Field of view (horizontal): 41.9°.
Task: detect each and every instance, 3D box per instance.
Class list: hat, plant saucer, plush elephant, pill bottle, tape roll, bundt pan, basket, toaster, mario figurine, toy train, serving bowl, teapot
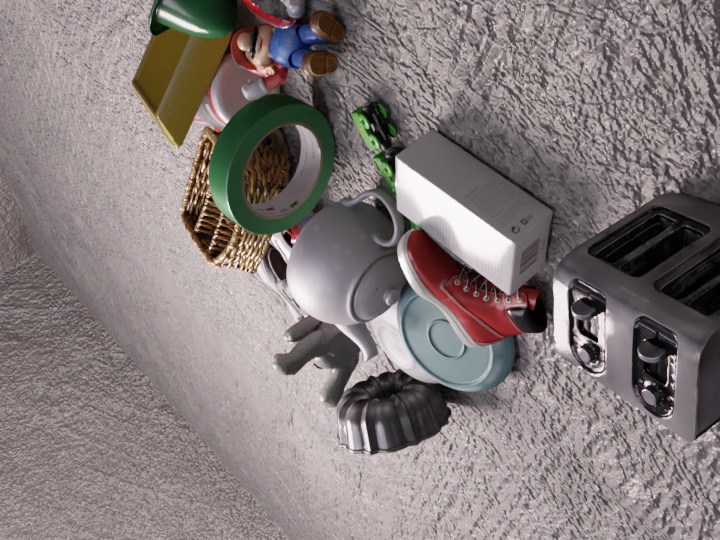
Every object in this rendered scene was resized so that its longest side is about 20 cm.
[{"bbox_3d":[-0.176,-0.340,1.289,0.175,0.200,0.166,37,114,-3],"label":"hat"},{"bbox_3d":[0.130,0.095,1.363,0.199,0.027,0.202,21,129,29],"label":"plant saucer"},{"bbox_3d":[-0.072,0.102,1.631,0.164,0.201,0.155,32,-175,-36],"label":"plush elephant"},{"bbox_3d":[-0.221,-0.283,1.471,0.199,0.116,0.117,16,136,53],"label":"pill bottle"},{"bbox_3d":[-0.125,-0.152,1.365,0.048,0.200,0.202,33,149,38],"label":"tape roll"},{"bbox_3d":[0.048,0.225,1.570,0.201,0.200,0.077,8,116,58],"label":"bundt pan"},{"bbox_3d":[-0.211,-0.102,1.517,0.144,0.147,0.201,-93,23,-47],"label":"basket"},{"bbox_3d":[0.303,0.034,0.868,0.181,0.199,0.120,37,150,48],"label":"toaster"},{"bbox_3d":[-0.116,-0.300,1.261,0.199,0.124,0.106,11,145,51],"label":"mario figurine"},{"bbox_3d":[0.046,-0.137,1.275,0.201,0.042,0.056,63,164,-18],"label":"toy train"},{"bbox_3d":[0.077,0.103,1.498,0.200,0.066,0.201,41,152,27],"label":"serving bowl"},{"bbox_3d":[0.000,0.000,1.365,0.146,0.198,0.200,33,173,33],"label":"teapot"},{"bbox_3d":[-0.284,-0.315,1.429,0.201,0.048,0.200,-61,37,16],"label":"plant saucer"}]

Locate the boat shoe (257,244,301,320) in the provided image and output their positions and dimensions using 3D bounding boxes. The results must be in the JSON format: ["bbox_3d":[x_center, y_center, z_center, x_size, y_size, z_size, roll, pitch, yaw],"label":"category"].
[{"bbox_3d":[-0.123,0.022,1.767,0.071,0.072,0.201,2,135,50],"label":"boat shoe"}]

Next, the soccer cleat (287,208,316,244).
[{"bbox_3d":[-0.069,-0.053,1.543,0.200,0.076,0.067,38,154,35],"label":"soccer cleat"}]

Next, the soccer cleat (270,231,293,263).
[{"bbox_3d":[-0.148,-0.077,1.679,0.200,0.068,0.085,45,143,16],"label":"soccer cleat"}]

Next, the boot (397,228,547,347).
[{"bbox_3d":[0.150,0.012,1.202,0.144,0.073,0.200,-18,123,48],"label":"boot"}]

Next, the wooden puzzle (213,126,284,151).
[{"bbox_3d":[-0.193,-0.197,1.617,0.185,0.046,0.201,36,150,34],"label":"wooden puzzle"}]

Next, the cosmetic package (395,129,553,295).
[{"bbox_3d":[0.135,-0.073,1.154,0.200,0.071,0.102,40,153,29],"label":"cosmetic package"}]
